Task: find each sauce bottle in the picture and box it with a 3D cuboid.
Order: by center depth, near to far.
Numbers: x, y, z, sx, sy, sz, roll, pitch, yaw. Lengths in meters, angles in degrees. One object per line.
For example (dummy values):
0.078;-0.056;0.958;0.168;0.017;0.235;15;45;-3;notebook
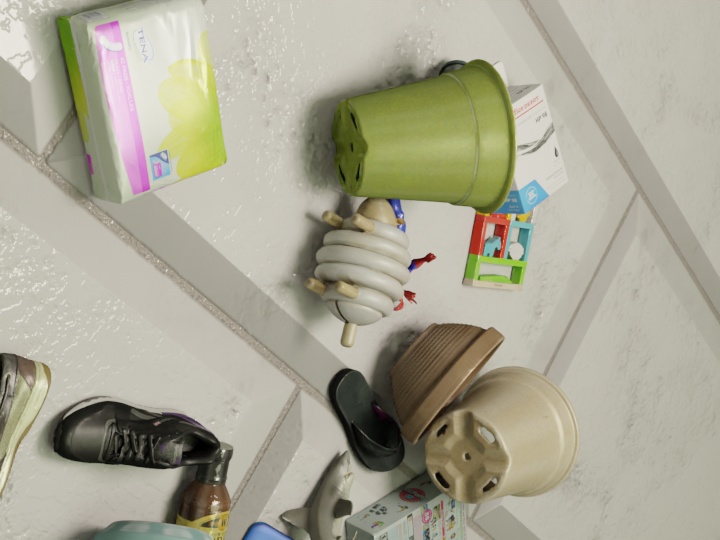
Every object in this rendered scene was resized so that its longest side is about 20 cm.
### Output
-0.194;0.309;1.436;0.065;0.065;0.200;6;97;-47;sauce bottle

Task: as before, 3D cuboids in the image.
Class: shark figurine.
-0.060;0.340;1.559;0.214;0.089;0.128;-83;-169;-67;shark figurine

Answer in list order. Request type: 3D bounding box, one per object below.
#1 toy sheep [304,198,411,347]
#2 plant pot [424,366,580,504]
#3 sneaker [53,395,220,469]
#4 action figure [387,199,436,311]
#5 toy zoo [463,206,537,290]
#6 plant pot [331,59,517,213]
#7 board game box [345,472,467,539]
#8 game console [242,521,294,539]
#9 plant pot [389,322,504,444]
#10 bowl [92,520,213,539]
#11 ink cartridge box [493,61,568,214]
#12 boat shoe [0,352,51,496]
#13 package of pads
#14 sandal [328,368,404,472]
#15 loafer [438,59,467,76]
0.000;0.000;1.510;0.138;0.138;0.200;27;77;-47;toy sheep
0.190;0.250;1.700;0.183;0.200;0.201;-8;107;-58;plant pot
-0.246;0.189;1.330;0.200;0.088;0.076;6;96;-47;sneaker
0.062;-0.033;1.593;0.065;0.099;0.200;-20;117;-41;action figure
0.222;-0.071;1.804;0.131;0.020;0.200;5;97;-47;toy zoo
0.070;-0.164;1.493;0.190;0.200;0.200;-6;107;-20;plant pot
0.074;0.403;1.747;0.200;0.064;0.148;-22;116;-40;board game box
-0.128;0.460;1.581;0.200;0.118;0.171;-60;166;-16;game console
0.106;0.141;1.658;0.201;0.093;0.201;-48;170;-12;plant pot
-0.235;0.345;1.332;0.201;0.201;0.105;28;59;-47;bowl
0.224;-0.196;1.718;0.116;0.067;0.200;-36;117;-35;ink cartridge box
-0.387;0.177;1.197;0.066;0.072;0.201;32;77;-36;boat shoe
-0.226;-0.189;1.261;0.154;0.068;0.200;-27;120;-39;package of pads
0.017;0.220;1.646;0.075;0.048;0.200;-52;132;-24;sandal
0.144;-0.191;1.642;0.063;0.072;0.200;-71;148;-67;loafer
